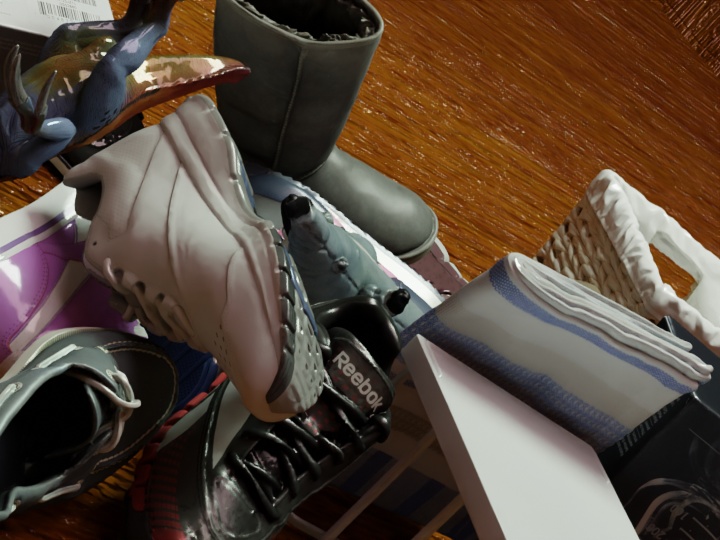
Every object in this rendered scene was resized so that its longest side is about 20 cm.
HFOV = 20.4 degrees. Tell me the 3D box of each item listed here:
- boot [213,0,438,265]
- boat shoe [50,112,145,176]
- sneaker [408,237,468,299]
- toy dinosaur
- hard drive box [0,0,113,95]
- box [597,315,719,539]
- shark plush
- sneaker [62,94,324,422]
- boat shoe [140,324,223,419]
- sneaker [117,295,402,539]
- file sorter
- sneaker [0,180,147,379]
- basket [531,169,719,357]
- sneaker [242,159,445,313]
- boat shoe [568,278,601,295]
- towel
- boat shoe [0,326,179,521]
[{"bbox_3d":[-0.016,-0.093,1.208,0.181,0.200,0.073,15,50,-8],"label":"boot"},{"bbox_3d":[-0.160,-0.094,1.164,0.201,0.063,0.074,43,15,-7],"label":"boat shoe"},{"bbox_3d":[0.040,0.036,1.307,0.115,0.076,0.200,12,25,-50],"label":"sneaker"},{"bbox_3d":[-0.148,-0.067,0.960,0.200,0.182,0.105,38,-7,-38],"label":"toy dinosaur"},{"bbox_3d":[-0.227,-0.178,1.063,0.155,0.077,0.201,11,46,-35],"label":"hard drive box"},{"bbox_3d":[0.188,0.165,1.130,0.200,0.182,0.104,37,19,-16],"label":"box"},{"bbox_3d":[0.000,0.000,1.097,0.083,0.091,0.200,26,-27,24],"label":"shark plush"},{"bbox_3d":[-0.074,0.003,0.892,0.200,0.087,0.075,-121,-169,-49],"label":"sneaker"},{"bbox_3d":[-0.088,0.018,1.067,0.072,0.072,0.201,35,29,-38],"label":"boat shoe"},{"bbox_3d":[-0.038,0.075,0.913,0.071,0.098,0.201,53,38,-14],"label":"sneaker"},{"bbox_3d":[0.060,0.161,0.952,0.139,0.125,0.200,32,21,-34],"label":"file sorter"},{"bbox_3d":[-0.131,0.018,0.971,0.114,0.073,0.200,47,28,-1],"label":"sneaker"},{"bbox_3d":[0.209,0.071,1.428,0.198,0.161,0.200,36,20,-22],"label":"basket"},{"bbox_3d":[-0.033,0.008,1.205,0.199,0.070,0.082,33,41,-5],"label":"sneaker"},{"bbox_3d":[0.056,0.059,1.103,0.068,0.200,0.072,15,48,-19],"label":"boat shoe"},{"bbox_3d":[0.066,0.073,1.043,0.146,0.200,0.024,28,41,-30],"label":"towel"},{"bbox_3d":[-0.123,0.067,0.819,0.200,0.061,0.073,-17,105,-62],"label":"boat shoe"}]
